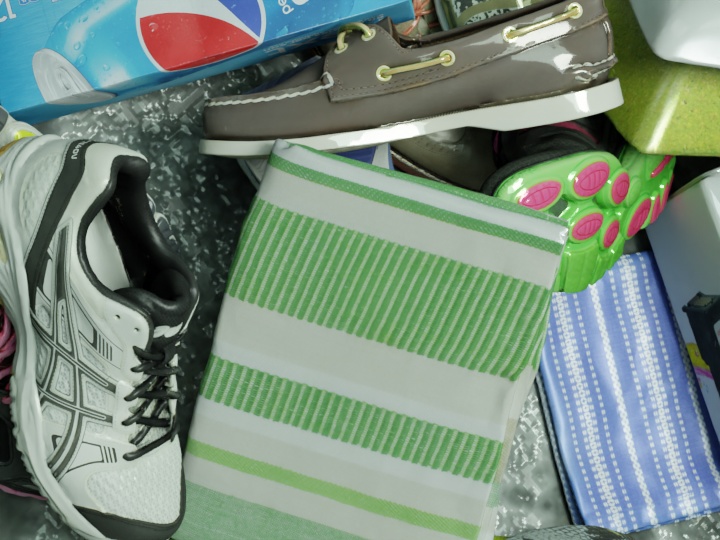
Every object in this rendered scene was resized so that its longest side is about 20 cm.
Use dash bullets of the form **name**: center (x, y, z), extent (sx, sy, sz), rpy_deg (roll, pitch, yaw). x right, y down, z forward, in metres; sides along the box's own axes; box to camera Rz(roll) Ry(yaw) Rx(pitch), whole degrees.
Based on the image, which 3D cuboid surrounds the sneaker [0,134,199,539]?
- **sneaker**: center (-0.110, 0.037, 1.188), extent (0.076, 0.088, 0.200), rpy_deg (-36, 115, -47)

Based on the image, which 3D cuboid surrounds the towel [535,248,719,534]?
- **towel**: center (0.188, 0.054, 1.400), extent (0.200, 0.024, 0.145), rpy_deg (-11, 84, -22)

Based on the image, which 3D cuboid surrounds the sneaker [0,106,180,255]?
- **sneaker**: center (-0.162, -0.033, 1.257), extent (0.200, 0.080, 0.078), rpy_deg (43, 78, -28)

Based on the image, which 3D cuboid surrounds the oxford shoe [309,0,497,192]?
- **oxford shoe**: center (0.018, -0.113, 1.338), extent (0.200, 0.075, 0.070), rpy_deg (44, 66, -9)

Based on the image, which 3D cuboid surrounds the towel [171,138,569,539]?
- **towel**: center (0.004, 0.052, 1.221), extent (0.152, 0.023, 0.200), rpy_deg (16, 107, 8)

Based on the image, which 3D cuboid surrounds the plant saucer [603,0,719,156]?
- **plant saucer**: center (0.197, -0.124, 1.349), extent (0.200, 0.200, 0.048), rpy_deg (1, 121, -21)

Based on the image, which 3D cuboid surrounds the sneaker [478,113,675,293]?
- **sneaker**: center (0.094, -0.043, 1.295), extent (0.084, 0.200, 0.077), rpy_deg (19, 109, 19)

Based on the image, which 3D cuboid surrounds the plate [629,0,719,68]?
- **plate**: center (0.225, -0.145, 1.315), extent (0.199, 0.200, 0.032), rpy_deg (6, 118, -9)

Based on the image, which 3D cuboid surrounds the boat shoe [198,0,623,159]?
- **boat shoe**: center (0.020, -0.090, 1.242), extent (0.200, 0.072, 0.060), rpy_deg (-8, 99, 5)

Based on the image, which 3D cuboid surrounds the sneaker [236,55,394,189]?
- **sneaker**: center (0.001, 0.001, 1.311), extent (0.080, 0.115, 0.199), rpy_deg (-26, 61, -24)

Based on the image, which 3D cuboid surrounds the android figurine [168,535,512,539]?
- **android figurine**: center (-0.016, 0.167, 1.295), extent (0.200, 0.041, 0.182), rpy_deg (9, 78, -21)

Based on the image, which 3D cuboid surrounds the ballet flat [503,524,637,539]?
- **ballet flat**: center (0.146, 0.164, 1.319), extent (0.200, 0.072, 0.072), rpy_deg (11, 76, -31)

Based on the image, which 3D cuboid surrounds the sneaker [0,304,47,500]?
- **sneaker**: center (-0.181, 0.034, 1.228), extent (0.200, 0.095, 0.079), rpy_deg (40, 68, -11)

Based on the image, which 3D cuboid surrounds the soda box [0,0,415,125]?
- **soda box**: center (-0.078, -0.127, 1.268), extent (0.200, 0.068, 0.064), rpy_deg (-16, 88, 2)

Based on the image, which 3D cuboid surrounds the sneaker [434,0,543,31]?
- **sneaker**: center (0.075, -0.179, 1.286), extent (0.077, 0.089, 0.200), rpy_deg (-4, 76, -7)

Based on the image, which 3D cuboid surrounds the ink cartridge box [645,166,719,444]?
- **ink cartridge box**: center (0.252, 0.035, 1.372), extent (0.146, 0.083, 0.200), rpy_deg (-16, 83, -20)
